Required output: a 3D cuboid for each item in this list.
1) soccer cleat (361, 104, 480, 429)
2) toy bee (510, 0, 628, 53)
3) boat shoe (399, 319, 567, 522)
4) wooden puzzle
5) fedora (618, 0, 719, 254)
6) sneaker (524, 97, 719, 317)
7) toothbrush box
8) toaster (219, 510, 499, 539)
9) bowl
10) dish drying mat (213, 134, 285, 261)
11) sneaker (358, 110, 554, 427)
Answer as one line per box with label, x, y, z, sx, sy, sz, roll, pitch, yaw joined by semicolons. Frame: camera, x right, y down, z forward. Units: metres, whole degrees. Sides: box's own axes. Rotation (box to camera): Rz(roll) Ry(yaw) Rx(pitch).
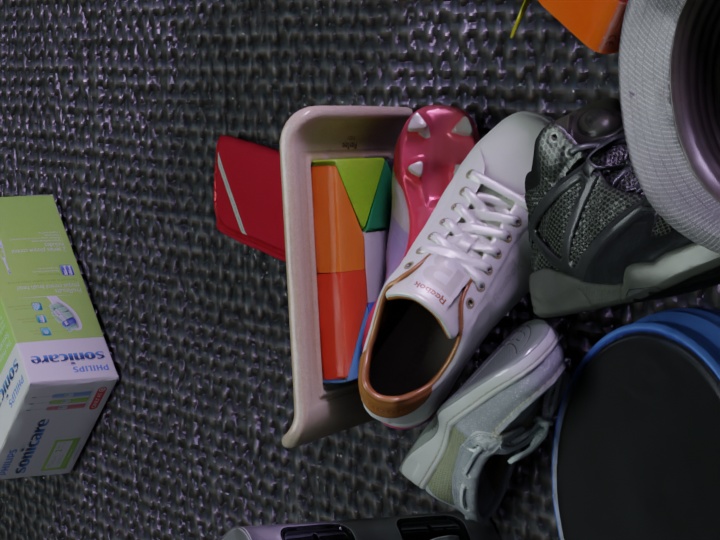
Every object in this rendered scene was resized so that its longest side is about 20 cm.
soccer cleat;0.040;-0.001;1.394;0.076;0.066;0.201;74;-158;-79
toy bee;0.097;-0.206;1.289;0.200;0.109;0.131;54;135;5
boat shoe;0.081;0.090;1.340;0.065;0.074;0.202;42;149;6
wooden puzzle;0.000;0.000;1.413;0.037;0.185;0.201;3;95;21
fedora;0.221;-0.092;1.075;0.200;0.090;0.178;-17;80;53
sneaker;0.147;-0.039;1.222;0.199;0.076;0.115;-10;90;65
toothbrush box;-0.294;0.056;1.982;0.146;0.086;0.200;-60;43;43
toaster;-0.015;0.233;1.432;0.200;0.180;0.119;-48;50;49
bowl;0.169;0.121;1.236;0.200;0.039;0.202;11;103;59
dish drying mat;-0.052;-0.043;1.622;0.200;0.018;0.077;23;112;57
sneaker;0.062;-0.002;1.306;0.201;0.073;0.085;-63;-10;-3
